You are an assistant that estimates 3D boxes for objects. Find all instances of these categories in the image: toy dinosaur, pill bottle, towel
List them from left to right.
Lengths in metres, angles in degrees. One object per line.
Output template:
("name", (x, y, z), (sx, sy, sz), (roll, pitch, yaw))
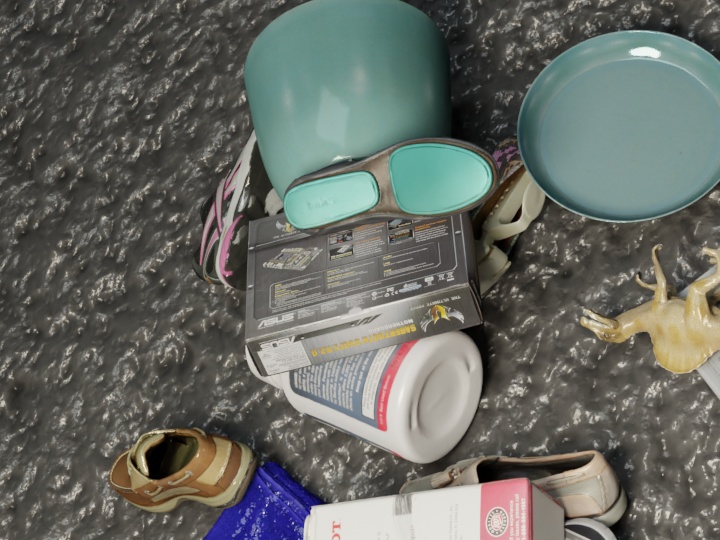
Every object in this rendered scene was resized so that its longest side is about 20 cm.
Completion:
("towel", (-0.065, 0.270, 1.430), (0.200, 0.050, 0.148), (34, 84, 40))
("pill bottle", (-0.002, 0.084, 1.451), (0.199, 0.120, 0.120), (19, 75, 38))
("toy dinosaur", (0.277, 0.036, 1.329), (0.199, 0.058, 0.102), (9, 84, 45))

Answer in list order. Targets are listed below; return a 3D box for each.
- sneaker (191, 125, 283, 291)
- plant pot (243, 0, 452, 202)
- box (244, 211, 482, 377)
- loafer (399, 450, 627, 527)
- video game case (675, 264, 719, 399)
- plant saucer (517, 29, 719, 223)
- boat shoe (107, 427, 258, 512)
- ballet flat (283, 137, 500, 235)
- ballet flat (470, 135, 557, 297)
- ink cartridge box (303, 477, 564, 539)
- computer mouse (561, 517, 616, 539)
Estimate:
("sneaker", (-0.121, -0.075, 1.649), (0.086, 0.080, 0.201), (-2, 57, 43))
("plant pot", (-0.005, -0.127, 1.514), (0.199, 0.201, 0.162), (-22, 51, 20))
("box", (0.000, 0.000, 1.411), (0.198, 0.049, 0.159), (-15, 40, 10))
("loafer", (0.119, 0.175, 1.349), (0.198, 0.063, 0.072), (-5, 33, 27))
("video game case", (0.359, 0.048, 1.307), (0.182, 0.023, 0.201), (-39, 49, 8))
("plant saucer", (0.239, -0.124, 1.451), (0.198, 0.027, 0.202), (-6, 61, 11))
("boat shoe", (-0.177, 0.175, 1.514), (0.199, 0.074, 0.076), (-13, 52, 48))
("ballet flat", (0.030, -0.073, 1.390), (0.198, 0.073, 0.074), (-10, 59, 23))
("ballet flat", (0.119, -0.035, 1.474), (0.071, 0.069, 0.201), (11, 66, 55))
("ink cartridge box", (0.056, 0.254, 1.285), (0.198, 0.085, 0.147), (-11, 62, 26))
("computer mouse", (0.153, 0.293, 1.286), (0.109, 0.044, 0.201), (21, 81, 40))
